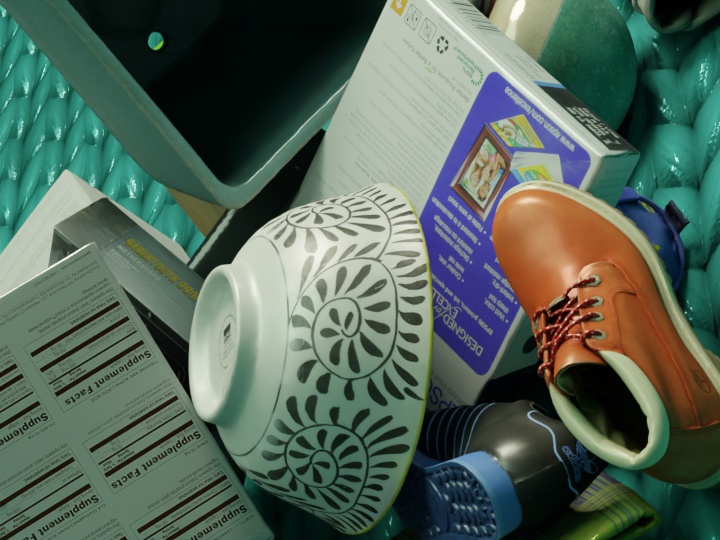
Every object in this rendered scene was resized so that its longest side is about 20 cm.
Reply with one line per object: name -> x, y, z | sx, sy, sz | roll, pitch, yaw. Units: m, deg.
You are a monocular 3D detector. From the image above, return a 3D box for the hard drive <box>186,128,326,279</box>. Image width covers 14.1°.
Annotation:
hard drive -> -0.043, 0.018, 1.898 | 0.200, 0.140, 0.033 | -54, -6, 3

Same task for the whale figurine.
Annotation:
whale figurine -> 0.125, -0.132, 1.852 | 0.200, 0.104, 0.159 | -61, -4, -71

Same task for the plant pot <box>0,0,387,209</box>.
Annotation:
plant pot -> -0.113, -0.170, 1.792 | 0.196, 0.196, 0.200 | -46, 20, -18

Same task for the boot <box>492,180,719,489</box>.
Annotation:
boot -> 0.121, 0.028, 1.530 | 0.075, 0.107, 0.200 | -48, 63, 24

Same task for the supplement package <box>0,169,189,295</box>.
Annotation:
supplement package -> -0.186, 0.028, 2.141 | 0.117, 0.117, 0.200 | -52, 26, 6

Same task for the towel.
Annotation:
towel -> 0.074, 0.152, 1.595 | 0.144, 0.023, 0.200 | -35, 15, -11

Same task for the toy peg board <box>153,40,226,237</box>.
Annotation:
toy peg board -> -0.071, -0.096, 2.024 | 0.098, 0.200, 0.199 | -45, 24, -18

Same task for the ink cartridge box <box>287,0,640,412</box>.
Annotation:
ink cartridge box -> 0.050, -0.038, 1.682 | 0.198, 0.043, 0.200 | 46, 120, 36

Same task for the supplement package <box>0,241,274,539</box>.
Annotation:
supplement package -> -0.174, 0.115, 1.713 | 0.147, 0.200, 0.191 | -31, 0, -13

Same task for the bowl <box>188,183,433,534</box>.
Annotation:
bowl -> -0.039, 0.045, 1.629 | 0.201, 0.094, 0.201 | -174, 90, -70

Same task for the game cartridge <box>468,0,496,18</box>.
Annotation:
game cartridge -> 0.055, -0.129, 1.888 | 0.200, 0.041, 0.133 | 84, -152, -62

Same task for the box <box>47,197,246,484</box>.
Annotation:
box -> -0.138, 0.076, 1.854 | 0.048, 0.158, 0.200 | -31, -31, -37

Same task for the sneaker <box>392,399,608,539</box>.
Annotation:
sneaker -> 0.068, 0.107, 1.595 | 0.078, 0.070, 0.200 | -23, 11, -17

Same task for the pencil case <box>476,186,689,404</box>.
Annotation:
pencil case -> 0.101, 0.015, 1.717 | 0.200, 0.078, 0.087 | -31, 63, 40

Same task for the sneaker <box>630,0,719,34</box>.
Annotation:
sneaker -> 0.186, -0.191, 1.820 | 0.200, 0.074, 0.089 | 4, 61, 61
